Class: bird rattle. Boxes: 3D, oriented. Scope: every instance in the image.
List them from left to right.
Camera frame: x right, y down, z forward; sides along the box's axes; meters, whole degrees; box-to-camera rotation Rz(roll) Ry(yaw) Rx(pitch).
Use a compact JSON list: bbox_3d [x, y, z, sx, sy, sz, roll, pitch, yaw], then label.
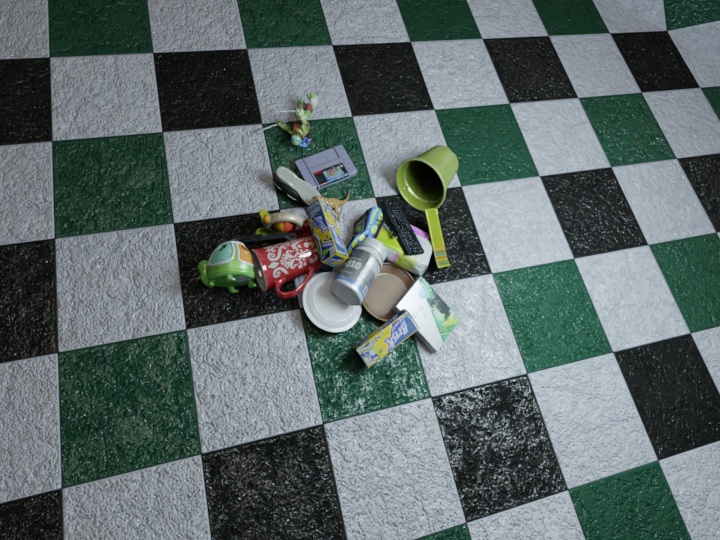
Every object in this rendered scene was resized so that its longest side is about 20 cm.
[{"bbox_3d":[-0.239,-0.139,1.660,0.195,0.163,0.116,6,76,-1],"label":"bird rattle"}]

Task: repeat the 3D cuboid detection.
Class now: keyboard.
[{"bbox_3d":[-0.322,-0.098,1.609,0.195,0.127,0.021,-7,84,8],"label":"keyboard"},{"bbox_3d":[0.137,-0.138,1.712,0.102,0.040,0.202,-9,57,-29],"label":"keyboard"}]

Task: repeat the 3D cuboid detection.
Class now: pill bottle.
[{"bbox_3d":[0.000,0.000,1.630,0.112,0.114,0.202,31,60,3],"label":"pill bottle"}]

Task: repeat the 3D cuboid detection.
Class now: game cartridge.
[{"bbox_3d":[-0.122,-0.364,1.850,0.197,0.039,0.131,-25,70,-21],"label":"game cartridge"}]

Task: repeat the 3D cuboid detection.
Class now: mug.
[{"bbox_3d":[-0.224,-0.008,1.629,0.196,0.133,0.181,-19,89,-24],"label":"mug"}]

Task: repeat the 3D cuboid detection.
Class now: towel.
[{"bbox_3d":[0.261,-0.110,1.764,0.085,0.018,0.205,-12,90,-58],"label":"towel"}]

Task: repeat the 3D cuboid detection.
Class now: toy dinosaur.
[{"bbox_3d":[-0.086,-0.221,1.769,0.060,0.109,0.198,15,15,36],"label":"toy dinosaur"}]

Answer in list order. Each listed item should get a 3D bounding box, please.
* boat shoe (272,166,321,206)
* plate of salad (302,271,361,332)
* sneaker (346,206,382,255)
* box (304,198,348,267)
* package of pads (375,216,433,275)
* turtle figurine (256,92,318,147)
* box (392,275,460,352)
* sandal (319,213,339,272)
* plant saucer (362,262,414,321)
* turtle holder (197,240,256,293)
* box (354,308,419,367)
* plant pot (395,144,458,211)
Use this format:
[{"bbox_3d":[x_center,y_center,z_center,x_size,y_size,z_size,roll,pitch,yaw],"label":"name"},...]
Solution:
[{"bbox_3d":[-0.214,-0.269,1.772,0.198,0.060,0.075,35,53,-11],"label":"boat shoe"},{"bbox_3d":[-0.091,0.102,1.643,0.196,0.048,0.204,10,62,-18],"label":"plate of salad"},{"bbox_3d":[0.008,-0.125,1.752,0.070,0.082,0.203,35,72,-27],"label":"sneaker"},{"bbox_3d":[-0.107,-0.117,1.620,0.064,0.070,0.203,-30,63,22],"label":"box"},{"bbox_3d":[0.146,-0.086,1.746,0.196,0.069,0.156,24,48,0],"label":"package of pads"},{"bbox_3d":[-0.239,-0.557,1.848,0.196,0.144,0.197,23,60,-5],"label":"turtle figurine"},{"bbox_3d":[0.214,0.141,1.670,0.200,0.036,0.145,47,64,-8],"label":"box"},{"bbox_3d":[-0.095,-0.096,1.701,0.074,0.047,0.206,12,76,-41],"label":"sandal"},{"bbox_3d":[0.089,0.075,1.699,0.195,0.037,0.205,4,66,-9],"label":"plant saucer"},{"bbox_3d":[-0.402,-0.008,1.583,0.139,0.184,0.135,8,69,-38],"label":"turtle holder"},{"bbox_3d":[0.080,0.205,1.583,0.198,0.064,0.071,-37,96,-5],"label":"box"},{"bbox_3d":[0.253,-0.347,1.849,0.199,0.201,0.184,38,53,7],"label":"plant pot"}]
